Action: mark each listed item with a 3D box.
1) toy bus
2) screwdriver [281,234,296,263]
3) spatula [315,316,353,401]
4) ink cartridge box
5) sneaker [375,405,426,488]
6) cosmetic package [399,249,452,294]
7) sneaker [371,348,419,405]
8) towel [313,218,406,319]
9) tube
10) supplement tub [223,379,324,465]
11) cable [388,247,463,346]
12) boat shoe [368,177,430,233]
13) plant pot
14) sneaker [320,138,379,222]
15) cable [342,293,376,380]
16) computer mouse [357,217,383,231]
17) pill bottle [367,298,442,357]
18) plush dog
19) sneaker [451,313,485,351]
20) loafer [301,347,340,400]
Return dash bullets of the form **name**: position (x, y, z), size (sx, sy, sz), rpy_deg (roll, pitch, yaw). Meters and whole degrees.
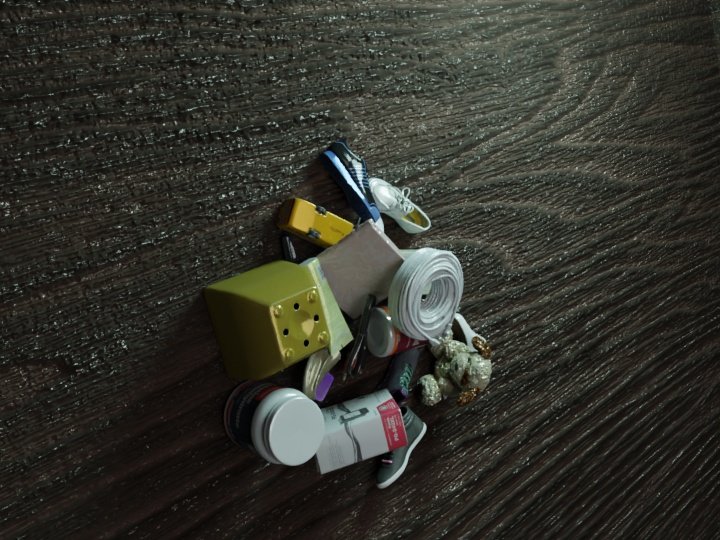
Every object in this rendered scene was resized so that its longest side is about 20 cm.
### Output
- **toy bus**: position (-0.080, -0.089, 1.432), size (0.197, 0.077, 0.067), rpy_deg (24, 76, -34)
- **screwdriver**: position (-0.139, 0.022, 1.417), size (0.029, 0.027, 0.206), rpy_deg (-22, 101, -63)
- **spatula**: position (-0.065, 0.192, 1.479), size (0.056, 0.021, 0.203), rpy_deg (30, 67, -7)
- **ink cartridge box**: position (-0.013, 0.340, 1.403), size (0.195, 0.145, 0.086), rpy_deg (-16, 100, -8)
- **sneaker**: position (0.075, 0.411, 1.561), size (0.100, 0.070, 0.201), rpy_deg (53, 56, -22)
- **cosmetic package**: position (0.132, 0.003, 1.572), size (0.197, 0.072, 0.107), rpy_deg (-1, 96, -46)
- **sneaker**: position (0.100, 0.269, 1.563), size (0.075, 0.087, 0.202), rpy_deg (46, 65, -27)
- **towel**: position (0.000, 0.000, 1.434), size (0.191, 0.198, 0.033), rpy_deg (42, 24, -33)
- **tube**: position (-0.077, 0.075, 1.391), size (0.057, 0.052, 0.204), rpy_deg (-24, 101, -3)
- **supplement tub**: position (-0.172, 0.297, 1.292), size (0.138, 0.198, 0.145), rpy_deg (0, 90, -36)
- **cable**: position (0.145, 0.051, 1.431), size (0.198, 0.069, 0.204), rpy_deg (23, 92, -46)
- **boat shoe**: position (0.096, -0.153, 1.557), size (0.201, 0.085, 0.076), rpy_deg (39, 69, -30)
- **plant pot**: position (-0.166, 0.100, 1.296), size (0.193, 0.198, 0.199), rpy_deg (-22, 103, -33)
- **sneaker**: position (-0.005, -0.203, 1.483), size (0.078, 0.070, 0.202), rpy_deg (-41, 106, -24)
- **cable**: position (-0.009, 0.153, 1.461), size (0.097, 0.049, 0.205), rpy_deg (-30, 130, -61)
- **computer mouse**: position (0.014, -0.047, 1.524), size (0.108, 0.043, 0.205), rpy_deg (20, 79, -34)
- **pill bottle**: position (0.111, 0.129, 1.554), size (0.196, 0.113, 0.118), rpy_deg (-10, 96, -36)
- **plush dog**: position (0.252, 0.252, 1.622), size (0.158, 0.170, 0.205), rpy_deg (23, 77, -32)
- **sneaker**: position (0.279, 0.178, 1.712), size (0.085, 0.072, 0.203), rpy_deg (-44, 125, -31)
- **loafer**: position (-0.078, 0.190, 1.422), size (0.067, 0.076, 0.205), rpy_deg (17, 73, -1)
